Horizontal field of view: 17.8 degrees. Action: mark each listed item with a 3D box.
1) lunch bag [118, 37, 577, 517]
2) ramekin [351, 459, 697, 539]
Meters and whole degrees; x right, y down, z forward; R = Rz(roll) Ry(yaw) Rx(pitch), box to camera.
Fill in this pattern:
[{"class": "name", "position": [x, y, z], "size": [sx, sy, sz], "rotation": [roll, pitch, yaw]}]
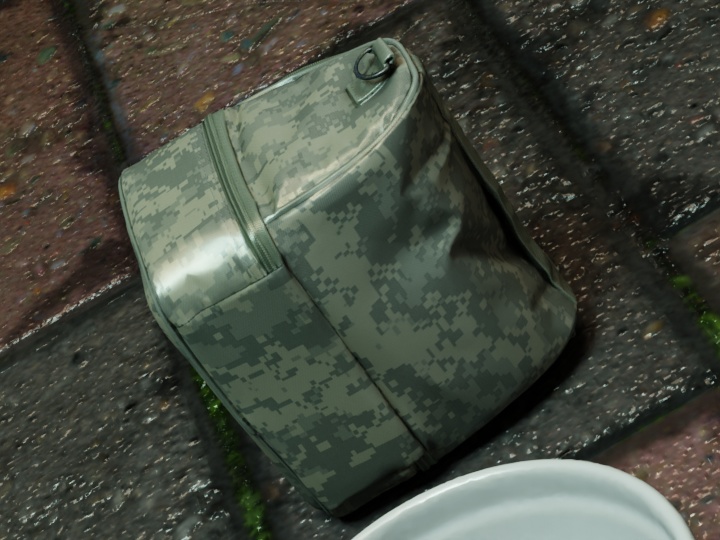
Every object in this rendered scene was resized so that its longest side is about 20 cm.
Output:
[{"class": "lunch bag", "position": [0.000, 0.000, 1.134], "size": [0.167, 0.200, 0.140], "rotation": [-30, 35, 8]}, {"class": "ramekin", "position": [0.063, 0.183, 0.915], "size": [0.199, 0.105, 0.201], "rotation": [-22, 34, 15]}]
